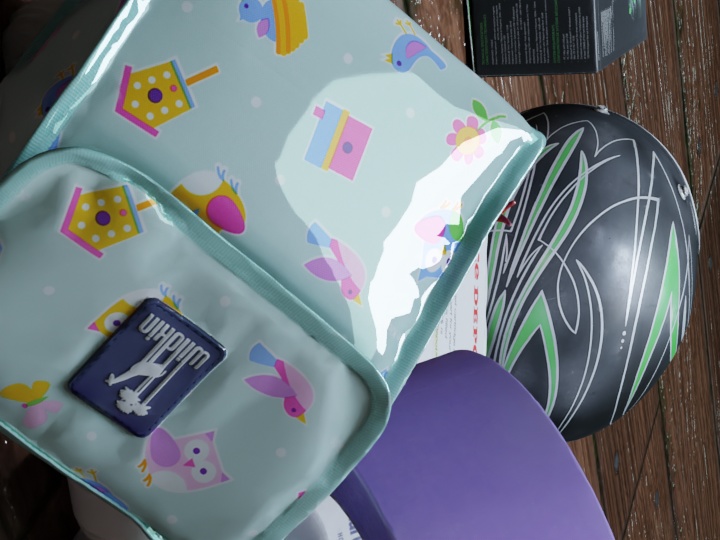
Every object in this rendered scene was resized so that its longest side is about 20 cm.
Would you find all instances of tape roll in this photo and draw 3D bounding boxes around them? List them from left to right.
[{"bbox_3d":[0.036,0.141,0.781,0.200,0.085,0.200,163,-90,-72],"label":"tape roll"}]

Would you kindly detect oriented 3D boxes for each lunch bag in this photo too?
[{"bbox_3d":[-0.057,-0.014,0.651,0.170,0.122,0.200,39,72,-23],"label":"lunch bag"}]

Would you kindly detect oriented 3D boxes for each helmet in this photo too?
[{"bbox_3d":[0.114,0.003,1.126,0.191,0.200,0.200,77,22,-62],"label":"helmet"}]

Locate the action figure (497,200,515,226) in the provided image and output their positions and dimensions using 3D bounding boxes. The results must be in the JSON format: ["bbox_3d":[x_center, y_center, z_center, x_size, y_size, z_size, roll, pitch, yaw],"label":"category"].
[{"bbox_3d":[0.047,-0.053,0.906,0.200,0.052,0.065,-43,122,-68],"label":"action figure"}]

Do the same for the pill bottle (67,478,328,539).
[{"bbox_3d":[-0.061,0.158,0.767,0.113,0.113,0.200,-52,139,-58],"label":"pill bottle"}]

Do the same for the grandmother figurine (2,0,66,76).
[{"bbox_3d":[-0.084,-0.081,0.782,0.121,0.061,0.200,66,21,10],"label":"grandmother figurine"}]

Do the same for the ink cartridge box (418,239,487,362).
[{"bbox_3d":[0.000,0.000,0.963,0.200,0.084,0.145,13,78,-69],"label":"ink cartridge box"}]

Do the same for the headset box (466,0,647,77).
[{"bbox_3d":[0.146,-0.241,1.333,0.200,0.093,0.174,-38,126,-65],"label":"headset box"}]
